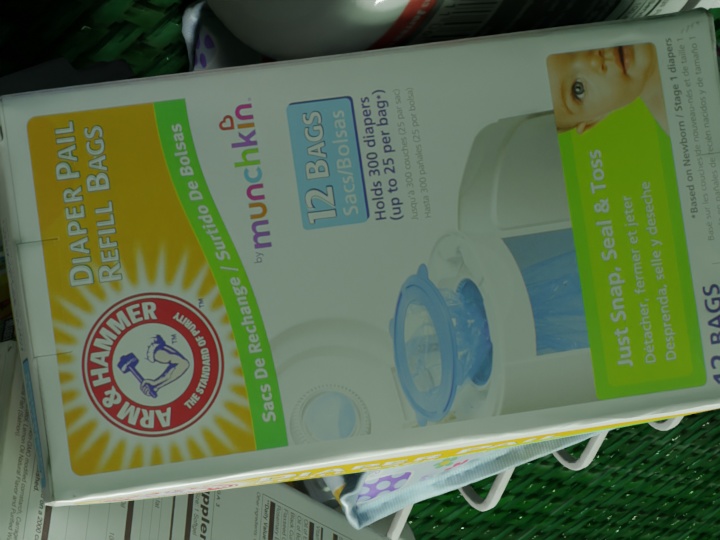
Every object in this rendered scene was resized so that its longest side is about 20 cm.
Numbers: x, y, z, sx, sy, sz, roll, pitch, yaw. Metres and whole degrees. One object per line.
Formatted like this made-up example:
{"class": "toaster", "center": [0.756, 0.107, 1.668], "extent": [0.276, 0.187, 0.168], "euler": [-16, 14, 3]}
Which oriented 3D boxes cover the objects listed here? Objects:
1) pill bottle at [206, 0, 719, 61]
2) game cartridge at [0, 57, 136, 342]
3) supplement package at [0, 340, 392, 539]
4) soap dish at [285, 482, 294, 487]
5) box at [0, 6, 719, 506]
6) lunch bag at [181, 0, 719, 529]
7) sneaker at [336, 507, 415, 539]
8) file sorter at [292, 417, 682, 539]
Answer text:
{"class": "pill bottle", "center": [0.051, -0.124, 0.703], "extent": [0.199, 0.116, 0.116], "euler": [-8, 147, -40]}
{"class": "game cartridge", "center": [-0.145, 0.003, 0.784], "extent": [0.133, 0.041, 0.200], "euler": [-19, 161, -19]}
{"class": "supplement package", "center": [-0.110, 0.139, 0.777], "extent": [0.151, 0.152, 0.200], "euler": [-13, 149, 34]}
{"class": "soap dish", "center": [-0.126, 0.126, 1.012], "extent": [0.200, 0.082, 0.157], "euler": [-43, 153, 26]}
{"class": "box", "center": [0.000, 0.000, 0.662], "extent": [0.198, 0.113, 0.101], "euler": [-7, 175, -9]}
{"class": "lunch bag", "center": [0.054, -0.033, 0.810], "extent": [0.199, 0.170, 0.127], "euler": [-17, 155, -20]}
{"class": "sneaker", "center": [-0.058, 0.168, 0.975], "extent": [0.200, 0.075, 0.099], "euler": [-40, 155, 20]}
{"class": "file sorter", "center": [0.030, 0.023, 0.929], "extent": [0.199, 0.139, 0.125], "euler": [-20, 156, -21]}
